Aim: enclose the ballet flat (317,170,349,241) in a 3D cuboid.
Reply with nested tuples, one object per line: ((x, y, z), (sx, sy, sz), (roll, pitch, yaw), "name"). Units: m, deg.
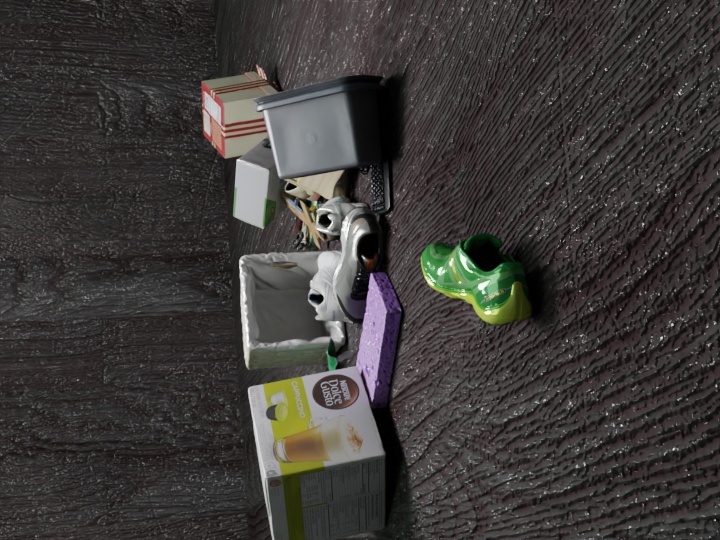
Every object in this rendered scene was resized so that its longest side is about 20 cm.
((-0.054, -0.138, 1.799), (0.068, 0.046, 0.201), (-108, 21, -45), "ballet flat")

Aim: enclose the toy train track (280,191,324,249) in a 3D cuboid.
((-0.111, -0.119, 1.957), (0.200, 0.032, 0.116), (43, 157, 49), "toy train track")

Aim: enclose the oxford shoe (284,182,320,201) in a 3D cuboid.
((-0.097, -0.214, 1.885), (0.201, 0.073, 0.071), (116, 150, -44), "oxford shoe")

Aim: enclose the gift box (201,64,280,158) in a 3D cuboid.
((-0.312, -0.428, 2.489), (0.200, 0.185, 0.186), (51, 145, 42), "gift box")

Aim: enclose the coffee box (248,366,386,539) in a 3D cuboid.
((-0.071, 0.313, 1.570), (0.201, 0.195, 0.202), (-110, 14, -48), "coffee box")

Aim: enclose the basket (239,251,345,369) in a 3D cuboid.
((-0.145, 0.082, 1.886), (0.161, 0.196, 0.202), (118, 147, -66), "basket")

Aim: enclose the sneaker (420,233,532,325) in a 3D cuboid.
((0.132, -0.005, 1.045), (0.200, 0.073, 0.085), (-147, 53, -62), "sneaker")

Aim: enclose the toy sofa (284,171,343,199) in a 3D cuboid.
((-0.055, -0.228, 1.688), (0.200, 0.097, 0.083), (-55, 14, 47), "toy sofa")

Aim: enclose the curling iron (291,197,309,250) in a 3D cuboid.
((-0.119, -0.132, 2.020), (0.050, 0.025, 0.202), (39, 129, 42), "curling iron")

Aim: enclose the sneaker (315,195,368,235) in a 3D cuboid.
((-0.050, -0.099, 1.693), (0.200, 0.079, 0.071), (-167, 74, -70), "sneaker")

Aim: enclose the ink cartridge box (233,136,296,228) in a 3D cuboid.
((-0.193, -0.208, 2.061), (0.200, 0.083, 0.147), (-50, -25, -52), "ink cartridge box")

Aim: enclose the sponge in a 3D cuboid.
((0.029, 0.115, 1.537), (0.112, 0.029, 0.202), (-112, 24, -53), "sponge")

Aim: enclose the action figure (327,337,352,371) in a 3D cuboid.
((-0.037, 0.220, 1.759), (0.201, 0.054, 0.119), (100, 161, -61), "action figure")

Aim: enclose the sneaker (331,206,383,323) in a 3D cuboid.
((0.000, 0.000, 1.560), (0.079, 0.073, 0.202), (-131, 40, -56), "sneaker")

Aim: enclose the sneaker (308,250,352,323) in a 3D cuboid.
((-0.060, 0.025, 1.764), (0.201, 0.086, 0.075), (-111, 22, -56), "sneaker")

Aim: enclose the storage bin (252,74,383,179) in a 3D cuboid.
((-0.055, -0.224, 1.497), (0.145, 0.198, 0.136), (-19, -79, -62), "storage bin")

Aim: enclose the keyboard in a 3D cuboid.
((0.017, -0.192, 1.531), (0.104, 0.039, 0.203), (167, 102, -75), "keyboard")

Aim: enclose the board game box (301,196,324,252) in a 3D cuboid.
((-0.106, -0.114, 2.054), (0.201, 0.023, 0.106), (111, 154, -57), "board game box")
